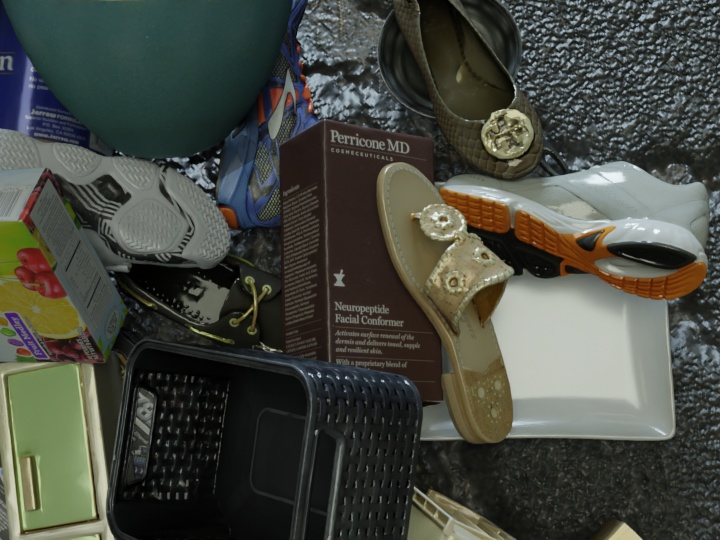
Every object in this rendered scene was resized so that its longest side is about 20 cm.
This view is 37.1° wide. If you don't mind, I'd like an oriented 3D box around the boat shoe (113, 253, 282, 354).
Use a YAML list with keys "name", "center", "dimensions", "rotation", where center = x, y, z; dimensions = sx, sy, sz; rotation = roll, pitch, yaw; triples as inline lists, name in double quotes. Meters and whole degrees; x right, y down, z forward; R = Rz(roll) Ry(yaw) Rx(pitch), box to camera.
- name: "boat shoe"
  center: [-0.100, 0.026, 0.824]
  dimensions: [0.201, 0.061, 0.072]
  rotation: [20, 83, 8]

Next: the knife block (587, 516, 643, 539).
- name: "knife block"
  center: [0.114, 0.278, 0.762]
  dimensions: [0.175, 0.064, 0.201]
  rotation: [0, 81, 4]

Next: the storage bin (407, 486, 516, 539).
- name: "storage bin"
  center: [0.026, 0.252, 0.711]
  dimensions: [0.094, 0.199, 0.200]
  rotation: [30, 85, -8]

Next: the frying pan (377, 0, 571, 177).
- name: "frying pan"
  center: [0.103, -0.156, 0.849]
  dimensions: [0.190, 0.031, 0.115]
  rotation: [28, 82, 9]

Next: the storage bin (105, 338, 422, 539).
- name: "storage bin"
  center: [-0.067, 0.122, 0.684]
  dimensions: [0.200, 0.094, 0.136]
  rotation: [4, 85, 48]

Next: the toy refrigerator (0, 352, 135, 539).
- name: "toy refrigerator"
  center: [-0.204, 0.161, 0.759]
  dimensions: [0.076, 0.070, 0.201]
  rotation: [-10, 80, 4]

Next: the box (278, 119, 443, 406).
- name: "box"
  center: [0.000, 0.000, 0.783]
  dimensions: [0.100, 0.075, 0.201]
  rotation: [5, 76, -32]

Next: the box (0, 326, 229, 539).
- name: "box"
  center: [-0.179, 0.176, 0.813]
  dimensions: [0.200, 0.050, 0.199]
  rotation: [38, 85, 10]

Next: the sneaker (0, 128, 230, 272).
- name: "sneaker"
  center: [-0.200, -0.030, 0.778]
  dimensions: [0.199, 0.115, 0.075]
  rotation: [16, 56, -18]

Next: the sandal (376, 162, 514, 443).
- name: "sandal"
  center: [0.082, 0.018, 0.750]
  dimensions: [0.070, 0.078, 0.212]
  rotation: [-13, 98, 43]

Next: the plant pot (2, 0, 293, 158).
- name: "plant pot"
  center: [-0.142, -0.158, 0.750]
  dimensions: [0.199, 0.200, 0.135]
  rotation: [4, 123, 6]

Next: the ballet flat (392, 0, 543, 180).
- name: "ballet flat"
  center: [0.076, -0.153, 0.798]
  dimensions: [0.067, 0.046, 0.200]
  rotation: [-22, 64, -4]

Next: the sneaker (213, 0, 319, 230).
- name: "sneaker"
  center: [-0.063, -0.125, 0.848]
  dimensions: [0.078, 0.075, 0.201]
  rotation: [10, 88, -5]

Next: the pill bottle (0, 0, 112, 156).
- name: "pill bottle"
  center: [-0.246, -0.162, 0.840]
  dimensions: [0.115, 0.116, 0.201]
  rotation: [3, 80, 5]

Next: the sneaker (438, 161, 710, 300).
- name: "sneaker"
  center: [0.158, -0.043, 0.790]
  dimensions: [0.199, 0.076, 0.092]
  rotation: [15, 53, 17]

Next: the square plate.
- name: "square plate"
  center: [0.133, 0.030, 0.820]
  dimensions: [0.199, 0.028, 0.199]
  rotation: [-1, 80, 5]

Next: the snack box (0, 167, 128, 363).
- name: "snack box"
  center: [-0.277, 0.002, 0.721]
  dimensions: [0.199, 0.142, 0.053]
  rotation: [0, 47, 14]
